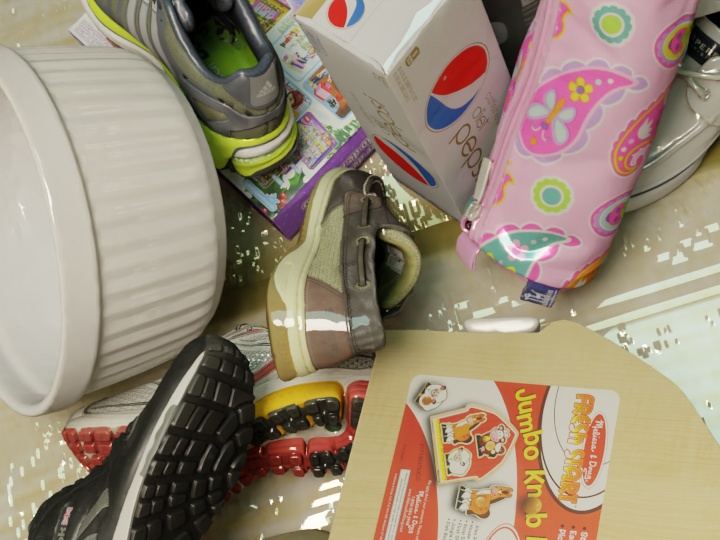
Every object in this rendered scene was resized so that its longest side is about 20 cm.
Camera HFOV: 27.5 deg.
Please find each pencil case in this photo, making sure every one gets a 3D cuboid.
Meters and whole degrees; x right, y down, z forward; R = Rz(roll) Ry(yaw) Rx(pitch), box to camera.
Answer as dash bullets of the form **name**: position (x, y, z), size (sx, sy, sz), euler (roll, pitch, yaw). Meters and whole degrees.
- **pencil case**: position (0.112, -0.086, 0.758), size (0.087, 0.087, 0.201), euler (31, 123, 22)

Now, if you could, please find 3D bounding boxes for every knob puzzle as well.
- **knob puzzle**: position (0.087, 0.117, 0.703), size (0.218, 0.031, 0.221), euler (-9, 55, 13)

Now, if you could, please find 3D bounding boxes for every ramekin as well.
- **ramekin**: position (-0.157, -0.029, 0.809), size (0.104, 0.200, 0.201), euler (-13, 62, -32)

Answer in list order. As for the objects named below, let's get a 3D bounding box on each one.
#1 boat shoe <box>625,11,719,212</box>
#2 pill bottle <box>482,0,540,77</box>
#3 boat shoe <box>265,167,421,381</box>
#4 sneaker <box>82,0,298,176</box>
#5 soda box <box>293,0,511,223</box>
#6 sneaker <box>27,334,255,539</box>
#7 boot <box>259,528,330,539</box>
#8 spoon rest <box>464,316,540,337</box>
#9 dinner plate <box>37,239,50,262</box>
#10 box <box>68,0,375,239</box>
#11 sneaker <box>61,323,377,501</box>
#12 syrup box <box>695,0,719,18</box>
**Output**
- **boat shoe**: position (0.194, -0.116, 0.816), size (0.200, 0.066, 0.072), euler (-40, 72, 0)
- **pill bottle**: position (0.065, -0.190, 0.805), size (0.113, 0.200, 0.115), euler (-5, 70, 13)
- **boat shoe**: position (0.000, -0.001, 0.779), size (0.065, 0.201, 0.072), euler (0, 112, 10)
- **sneaker**: position (-0.100, -0.151, 0.839), size (0.074, 0.081, 0.200), euler (-32, 68, -24)
- **soda box**: position (0.035, -0.097, 0.779), size (0.064, 0.200, 0.068), euler (36, 83, 24)
- **sneaker**: position (-0.126, 0.119, 0.733), size (0.087, 0.076, 0.201), euler (20, 86, 31)
- **boot**: position (-0.060, 0.202, 0.770), size (0.200, 0.071, 0.145), euler (23, 97, 17)
- **spoon rest**: position (0.081, 0.127, 0.777), size (0.099, 0.061, 0.202), euler (-1, 84, 15)
- **dinner plate**: position (-0.277, -0.043, 0.937), size (0.199, 0.024, 0.202), euler (-5, 70, 14)
- **box**: position (-0.067, -0.133, 0.906), size (0.137, 0.039, 0.200), euler (-46, 67, -3)
- **sneaker**: position (-0.073, 0.078, 0.826), size (0.198, 0.078, 0.083), euler (-11, 43, 14)
- **syrup box**: position (0.217, -0.194, 0.738), size (0.199, 0.079, 0.082), euler (-9, 38, 51)
